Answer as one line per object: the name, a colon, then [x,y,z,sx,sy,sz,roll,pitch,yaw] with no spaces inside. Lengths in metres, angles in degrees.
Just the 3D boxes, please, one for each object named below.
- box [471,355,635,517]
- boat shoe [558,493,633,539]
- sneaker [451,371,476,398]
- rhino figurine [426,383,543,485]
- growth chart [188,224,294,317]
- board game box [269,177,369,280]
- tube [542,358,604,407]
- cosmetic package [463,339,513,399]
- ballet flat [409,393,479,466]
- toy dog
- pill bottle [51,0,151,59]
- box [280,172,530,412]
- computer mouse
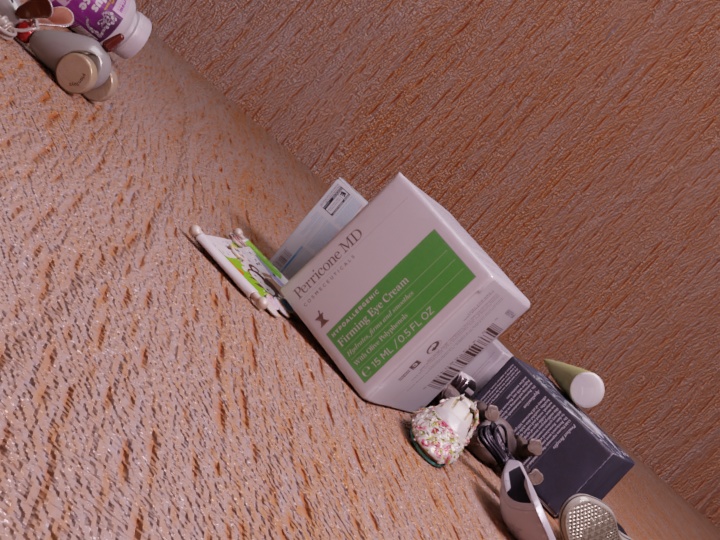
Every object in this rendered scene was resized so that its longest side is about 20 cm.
box: [0.270,0.244,1.567,0.197,0.124,0.200,46,7,25]
boat shoe: [0.287,0.324,1.352,0.062,0.075,0.200,40,-2,45]
sneaker: [0.079,0.124,1.479,0.115,0.076,0.200,39,-7,30]
rhino figurine: [0.147,0.195,1.385,0.199,0.060,0.087,40,-14,-12]
growth chart: [-0.124,0.000,1.249,0.145,0.018,0.200,44,7,8]
board game box: [0.000,0.000,1.426,0.200,0.148,0.064,42,4,-1]
tube: [0.318,0.165,1.635,0.200,0.051,0.059,180,-97,-90]
cosmetic package: [0.139,0.113,1.692,0.200,0.113,0.081,49,10,35]
ballet flat: [0.100,0.172,1.245,0.076,0.064,0.200,43,7,6]
toy dog: [-0.377,-0.303,1.379,0.199,0.097,0.132,40,6,-19]
pill bottle: [-0.455,-0.452,1.860,0.199,0.113,0.112,36,8,-41]
box: [0.057,0.032,1.267,0.172,0.199,0.200,49,8,23]
computer mouse: [0.171,0.249,1.209,0.200,0.043,0.111,-97,165,-79]
